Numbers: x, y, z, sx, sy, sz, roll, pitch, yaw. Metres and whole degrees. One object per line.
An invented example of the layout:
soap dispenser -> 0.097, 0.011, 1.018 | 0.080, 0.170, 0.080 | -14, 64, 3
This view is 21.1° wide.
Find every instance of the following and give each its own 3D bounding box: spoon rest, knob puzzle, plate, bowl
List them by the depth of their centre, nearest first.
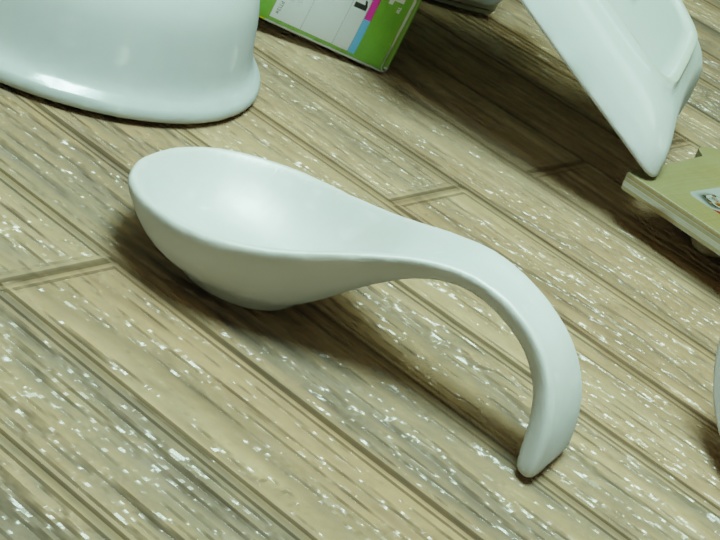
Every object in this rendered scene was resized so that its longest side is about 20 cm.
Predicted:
spoon rest -> 0.000, 0.000, 0.741 | 0.199, 0.061, 0.099 | 31, 25, 16
bowl -> -0.128, -0.156, 0.915 | 0.200, 0.091, 0.201 | 18, 25, -9
knob puzzle -> 0.248, -0.003, 0.997 | 0.219, 0.031, 0.220 | 18, 24, -9
plate -> 0.121, -0.162, 1.025 | 0.200, 0.032, 0.200 | 54, 24, -7

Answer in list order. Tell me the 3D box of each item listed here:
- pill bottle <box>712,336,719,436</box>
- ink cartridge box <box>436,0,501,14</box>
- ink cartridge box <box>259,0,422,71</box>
pill bottle -> 0.251, 0.054, 0.781 | 0.199, 0.114, 0.113 | 11, 26, -24
ink cartridge box -> 0.051, -0.274, 1.243 | 0.083, 0.147, 0.200 | 11, 26, -20
ink cartridge box -> 0.026, -0.167, 1.090 | 0.199, 0.076, 0.148 | 24, 23, -13
